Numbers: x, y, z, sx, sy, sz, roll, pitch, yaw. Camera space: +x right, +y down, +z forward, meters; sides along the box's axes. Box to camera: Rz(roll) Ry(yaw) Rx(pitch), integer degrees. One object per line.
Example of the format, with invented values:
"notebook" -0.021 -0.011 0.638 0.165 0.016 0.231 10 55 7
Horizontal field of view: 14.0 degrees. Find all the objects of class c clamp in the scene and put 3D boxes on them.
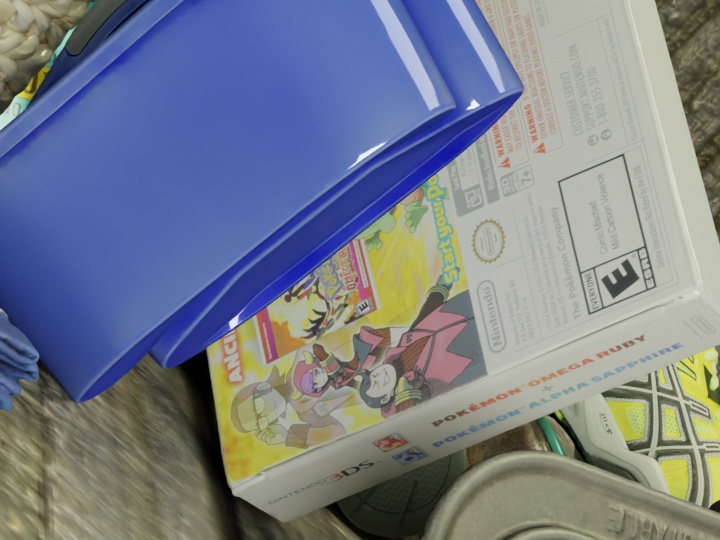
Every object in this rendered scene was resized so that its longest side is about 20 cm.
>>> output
"c clamp" 0.095 0.148 0.869 0.199 0.171 0.027 26 -25 -18

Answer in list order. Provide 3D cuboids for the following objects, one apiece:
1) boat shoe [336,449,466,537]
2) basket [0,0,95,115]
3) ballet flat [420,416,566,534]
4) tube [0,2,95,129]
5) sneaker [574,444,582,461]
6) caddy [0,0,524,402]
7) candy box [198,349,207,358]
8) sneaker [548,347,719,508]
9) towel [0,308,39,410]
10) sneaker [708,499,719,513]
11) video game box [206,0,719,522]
"boat shoe" 0.002 0.001 1.144 0.065 0.074 0.203 -147 -133 -81
"basket" -0.170 -0.141 0.911 0.200 0.124 0.136 37 4 7
"ballet flat" 0.059 0.101 1.195 0.200 0.067 0.068 56 11 -80
"tube" -0.121 -0.087 1.074 0.077 0.051 0.200 9 43 -11
"sneaker" 0.151 0.143 1.283 0.100 0.075 0.201 -84 152 -74
"caddy" -0.048 -0.049 0.929 0.105 0.200 0.141 55 22 7
"candy box" -0.083 -0.022 1.183 0.117 0.056 0.200 44 4 19
"sneaker" 0.121 0.058 1.170 0.200 0.076 0.075 53 -2 7
"towel" -0.181 -0.042 0.822 0.200 0.024 0.145 45 7 38
"sneaker" 0.095 0.126 1.013 0.200 0.081 0.084 3 -50 50
"video game box" 0.025 -0.034 1.028 0.047 0.182 0.201 42 32 -53
